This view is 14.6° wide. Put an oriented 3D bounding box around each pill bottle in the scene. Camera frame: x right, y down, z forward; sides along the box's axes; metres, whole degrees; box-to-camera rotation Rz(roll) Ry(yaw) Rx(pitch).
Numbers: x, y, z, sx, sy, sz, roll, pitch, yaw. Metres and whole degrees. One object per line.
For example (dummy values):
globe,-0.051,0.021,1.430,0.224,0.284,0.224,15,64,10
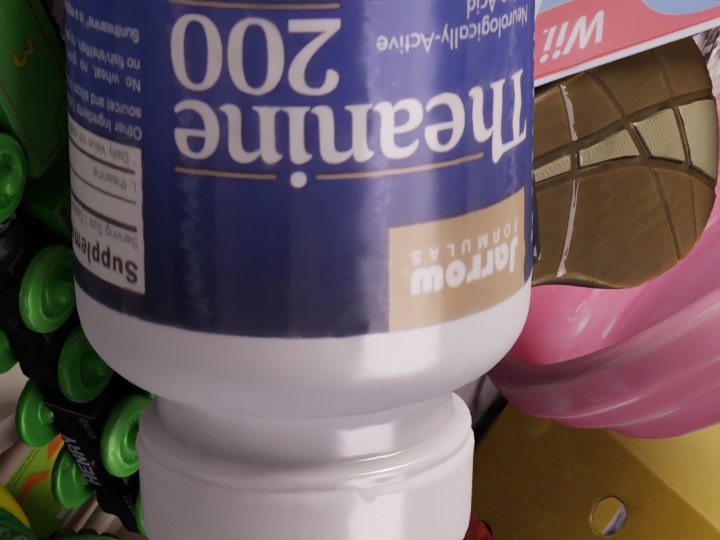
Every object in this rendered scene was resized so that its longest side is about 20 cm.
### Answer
pill bottle,-0.014,-0.033,0.663,0.111,0.110,0.201,-21,117,-47

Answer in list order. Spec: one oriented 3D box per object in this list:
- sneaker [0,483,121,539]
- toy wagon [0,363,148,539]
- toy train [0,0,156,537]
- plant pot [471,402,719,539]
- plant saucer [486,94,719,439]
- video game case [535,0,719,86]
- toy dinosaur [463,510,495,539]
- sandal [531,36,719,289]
sneaker,-0.081,0.119,0.777,0.078,0.085,0.200,-49,155,-1
toy wagon,-0.114,0.077,0.812,0.156,0.040,0.200,-54,154,7
toy train,-0.077,-0.005,0.712,0.057,0.042,0.201,-57,147,-28
plant pot,0.117,0.149,1.137,0.201,0.200,0.176,-54,144,8
plant saucer,0.134,-0.009,0.964,0.200,0.051,0.201,-36,-167,10
video game case,0.107,-0.144,0.746,0.142,0.017,0.201,-20,143,-39
toy dinosaur,-0.032,0.152,0.973,0.182,0.105,0.200,-55,155,11
sandal,0.038,-0.025,0.812,0.199,0.054,0.081,-24,121,-42
